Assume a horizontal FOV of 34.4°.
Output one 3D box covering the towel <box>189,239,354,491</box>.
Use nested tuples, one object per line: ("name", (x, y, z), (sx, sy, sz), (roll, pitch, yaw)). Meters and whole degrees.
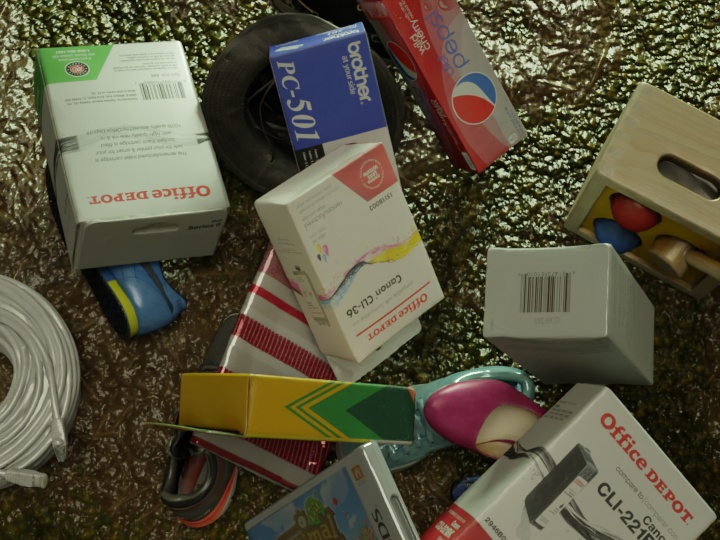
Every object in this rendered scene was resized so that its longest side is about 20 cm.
("towel", (-0.063, 0.090, 1.074), (0.143, 0.023, 0.203), (32, 72, -33))

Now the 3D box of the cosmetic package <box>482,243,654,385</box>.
("cosmetic package", (0.190, 0.045, 1.031), (0.111, 0.200, 0.083), (-1, 74, 23))

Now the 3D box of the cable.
("cable", (-0.358, 0.104, 1.085), (0.196, 0.069, 0.204), (1, 73, 0))

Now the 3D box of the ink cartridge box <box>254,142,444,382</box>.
("ink cartridge box", (0.000, 0.000, 1.060), (0.116, 0.067, 0.203), (-34, 112, -27))

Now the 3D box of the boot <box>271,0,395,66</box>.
("boot", (-0.002, -0.284, 1.154), (0.201, 0.154, 0.074), (23, 74, 6))

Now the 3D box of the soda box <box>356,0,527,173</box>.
("soda box", (0.081, -0.197, 1.128), (0.070, 0.063, 0.201), (-37, 113, -10))

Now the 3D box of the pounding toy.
("pounding toy", (0.303, -0.047, 1.078), (0.198, 0.184, 0.144), (29, 76, 7))

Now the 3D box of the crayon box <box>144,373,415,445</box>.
("crayon box", (-0.067, 0.116, 0.982), (0.197, 0.126, 0.052), (8, 82, -35))

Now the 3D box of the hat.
("hat", (-0.057, -0.163, 1.151), (0.196, 0.081, 0.204), (-1, 113, -3))

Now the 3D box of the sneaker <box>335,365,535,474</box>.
("sneaker", (0.069, 0.131, 1.077), (0.197, 0.082, 0.075), (-22, 74, -7))

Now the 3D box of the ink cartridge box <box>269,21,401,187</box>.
("ink cartridge box", (-0.018, -0.122, 1.102), (0.092, 0.044, 0.203), (-14, 114, 1))

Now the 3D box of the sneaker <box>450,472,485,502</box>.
("sneaker", (0.172, 0.239, 1.055), (0.197, 0.075, 0.080), (21, 78, 7))

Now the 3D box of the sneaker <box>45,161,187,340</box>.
("sneaker", (-0.239, -0.028, 1.132), (0.078, 0.066, 0.202), (-25, 73, -28))

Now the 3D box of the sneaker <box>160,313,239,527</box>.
("sneaker", (-0.132, 0.131, 1.066), (0.076, 0.082, 0.204), (7, 73, 18))

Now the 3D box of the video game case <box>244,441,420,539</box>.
("video game case", (-0.011, 0.267, 0.993), (0.022, 0.200, 0.184), (-12, 70, -43))

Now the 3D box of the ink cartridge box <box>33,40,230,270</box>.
("ink cartridge box", (-0.219, -0.110, 1.097), (0.143, 0.084, 0.203), (-7, 61, -23))

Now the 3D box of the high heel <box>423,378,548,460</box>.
("high heel", (0.147, 0.155, 1.014), (0.198, 0.096, 0.068), (25, 102, -33))

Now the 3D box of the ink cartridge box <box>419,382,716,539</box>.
("ink cartridge box", (0.169, 0.212, 0.958), (0.200, 0.084, 0.145), (-43, 92, -8))
